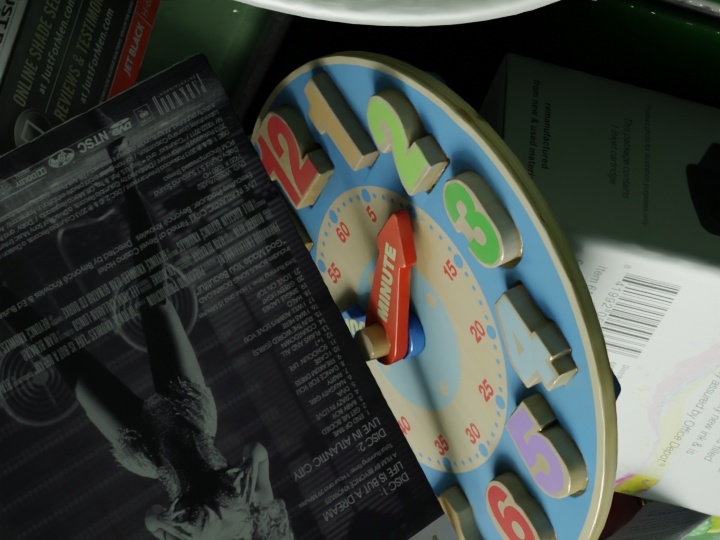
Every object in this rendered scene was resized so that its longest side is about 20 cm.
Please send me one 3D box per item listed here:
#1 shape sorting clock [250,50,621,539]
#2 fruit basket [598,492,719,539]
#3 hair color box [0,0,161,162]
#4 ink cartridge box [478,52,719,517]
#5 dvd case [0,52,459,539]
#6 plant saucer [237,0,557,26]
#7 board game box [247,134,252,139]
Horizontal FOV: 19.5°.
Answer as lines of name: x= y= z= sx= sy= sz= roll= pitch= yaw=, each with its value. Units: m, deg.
shape sorting clock: x=0.017 y=0.021 z=0.731 sx=0.039 sy=0.200 sz=0.200 roll=-19 pitch=171 yaw=-29
fruit basket: x=0.110 y=0.109 z=0.924 sx=0.185 sy=0.200 sz=0.094 roll=-18 pitch=103 yaw=48
hair color box: x=-0.175 y=-0.059 z=0.768 sx=0.200 sy=0.102 sz=0.061 roll=-7 pitch=148 yaw=37
ink cartridge box: x=0.126 y=0.017 z=0.793 sx=0.199 sy=0.083 sz=0.146 roll=14 pitch=140 yaw=-8
dvd case: x=-0.064 y=0.048 z=0.685 sx=0.016 sy=0.149 sz=0.200 roll=-17 pitch=103 yaw=60
plant saucer: x=-0.009 y=-0.138 z=0.578 sx=0.200 sy=0.050 sz=0.200 roll=10 pitch=156 yaw=4
board game box: x=0.000 y=0.000 z=0.924 sx=0.200 sy=0.026 sz=0.200 roll=-11 pitch=148 yaw=41
